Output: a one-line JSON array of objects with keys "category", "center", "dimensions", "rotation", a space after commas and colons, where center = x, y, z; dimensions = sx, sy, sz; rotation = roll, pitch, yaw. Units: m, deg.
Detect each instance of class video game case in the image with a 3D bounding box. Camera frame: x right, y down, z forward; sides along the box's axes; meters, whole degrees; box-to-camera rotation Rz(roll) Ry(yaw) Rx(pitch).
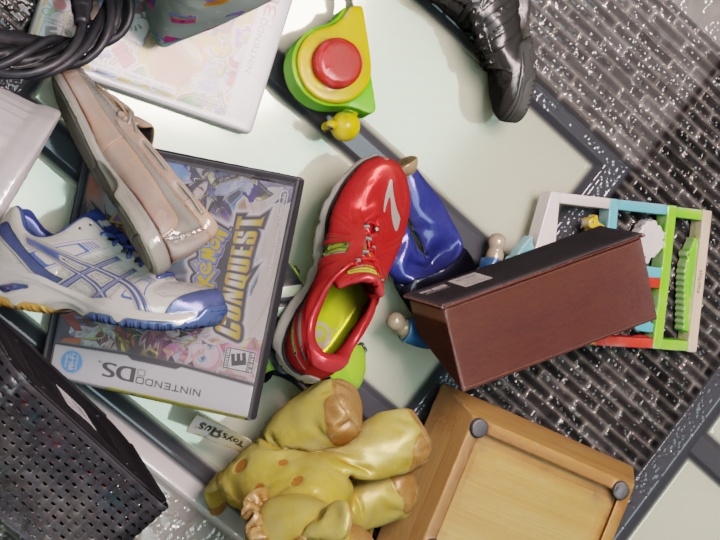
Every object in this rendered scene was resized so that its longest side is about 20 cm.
[{"category": "video game case", "center": [-0.153, 0.006, 1.586], "dimensions": [0.181, 0.026, 0.200], "rotation": [12, 90, 9]}, {"category": "video game case", "center": [-0.156, -0.229, 1.610], "dimensions": [0.200, 0.023, 0.182], "rotation": [18, 88, -18]}]

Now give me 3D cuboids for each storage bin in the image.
[{"category": "storage bin", "center": [-0.255, 0.131, 1.513], "dimensions": [0.094, 0.135, 0.200], "rotation": [-43, 125, -1]}]

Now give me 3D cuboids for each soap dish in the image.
[{"category": "soap dish", "center": [0.132, 0.209, 1.703], "dimensions": [0.200, 0.081, 0.157], "rotation": [24, 86, -17]}]

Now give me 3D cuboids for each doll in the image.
[{"category": "doll", "center": [0.069, 0.002, 1.684], "dimensions": [0.136, 0.048, 0.200], "rotation": [-32, 103, -24]}]

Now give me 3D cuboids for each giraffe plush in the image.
[{"category": "giraffe plush", "center": [-0.040, 0.195, 1.576], "dimensions": [0.200, 0.162, 0.173], "rotation": [9, 121, -14]}]

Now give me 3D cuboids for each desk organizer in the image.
[{"category": "desk organizer", "center": [0.146, 0.030, 1.657], "dimensions": [0.200, 0.072, 0.077], "rotation": [-19, 104, -22]}]

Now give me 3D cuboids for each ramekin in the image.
[{"category": "ramekin", "center": [-0.318, -0.059, 1.483], "dimensions": [0.098, 0.200, 0.201], "rotation": [31, 84, -9]}]

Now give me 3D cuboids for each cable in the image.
[{"category": "cable", "center": [-0.270, -0.204, 1.500], "dimensions": [0.163, 0.051, 0.200], "rotation": [38, 50, 9]}]

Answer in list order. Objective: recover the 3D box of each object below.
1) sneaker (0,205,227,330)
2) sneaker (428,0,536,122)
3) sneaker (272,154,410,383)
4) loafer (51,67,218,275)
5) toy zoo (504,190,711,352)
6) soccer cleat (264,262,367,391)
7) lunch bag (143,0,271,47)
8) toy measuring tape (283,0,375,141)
[{"category": "sneaker", "center": [-0.199, -0.003, 1.543], "dimensions": [0.200, 0.075, 0.088], "rotation": [9, 89, 8]}, {"category": "sneaker", "center": [0.094, -0.228, 1.674], "dimensions": [0.104, 0.060, 0.200], "rotation": [3, 88, -19]}, {"category": "sneaker", "center": [0.000, 0.000, 1.586], "dimensions": [0.077, 0.085, 0.200], "rotation": [25, 77, -21]}, {"category": "loafer", "center": [-0.178, -0.085, 1.540], "dimensions": [0.063, 0.072, 0.200], "rotation": [-25, 62, -13]}, {"category": "toy zoo", "center": [0.216, 0.001, 1.736], "dimensions": [0.200, 0.020, 0.131], "rotation": [5, 92, -25]}, {"category": "soccer cleat", "center": [-0.074, 0.040, 1.625], "dimensions": [0.200, 0.068, 0.081], "rotation": [46, 51, -16]}, {"category": "lunch bag", "center": [-0.078, -0.274, 1.528], "dimensions": [0.200, 0.170, 0.122], "rotation": [-23, 86, -15]}, {"category": "toy measuring tape", "center": [-0.034, -0.205, 1.632], "dimensions": [0.074, 0.074, 0.200], "rotation": [-8, 87, -17]}]
